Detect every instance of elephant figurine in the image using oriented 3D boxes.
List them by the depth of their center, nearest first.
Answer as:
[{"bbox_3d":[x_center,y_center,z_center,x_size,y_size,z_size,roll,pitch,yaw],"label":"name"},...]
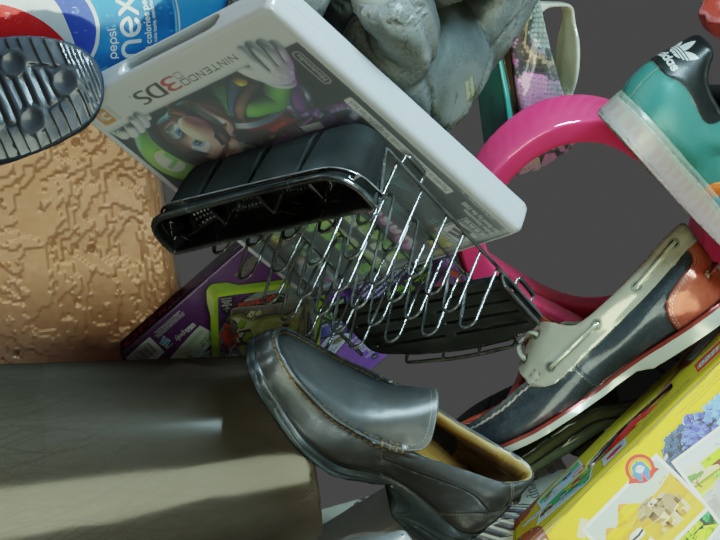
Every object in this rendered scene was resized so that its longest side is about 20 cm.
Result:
[{"bbox_3d":[-0.008,-0.175,1.057,0.156,0.199,0.141,-55,151,-3],"label":"elephant figurine"}]

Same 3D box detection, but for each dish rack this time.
[{"bbox_3d":[0.000,0.000,1.056,0.152,0.055,0.200,-10,138,41],"label":"dish rack"}]

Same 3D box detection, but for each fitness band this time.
[{"bbox_3d":[0.141,-0.028,1.158,0.199,0.038,0.144,27,111,-37],"label":"fitness band"}]

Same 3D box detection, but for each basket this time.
[{"bbox_3d":[-0.129,0.122,1.133,0.198,0.136,0.182,-11,114,-7],"label":"basket"}]

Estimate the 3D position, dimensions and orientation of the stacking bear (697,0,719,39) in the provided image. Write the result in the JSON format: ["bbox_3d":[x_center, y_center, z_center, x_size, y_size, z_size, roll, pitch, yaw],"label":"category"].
[{"bbox_3d":[0.295,-0.080,1.157,0.113,0.121,0.201,-26,122,-11],"label":"stacking bear"}]

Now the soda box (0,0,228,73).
[{"bbox_3d":[-0.178,-0.158,1.074,0.198,0.068,0.065,11,110,-12],"label":"soda box"}]

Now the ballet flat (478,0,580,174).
[{"bbox_3d":[0.093,-0.155,1.124,0.071,0.069,0.202,-24,118,-18],"label":"ballet flat"}]

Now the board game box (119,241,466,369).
[{"bbox_3d":[-0.040,0.026,1.188,0.200,0.032,0.120,-40,107,8],"label":"board game box"}]

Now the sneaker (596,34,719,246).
[{"bbox_3d":[0.224,-0.058,1.104,0.080,0.072,0.200,-44,128,9],"label":"sneaker"}]

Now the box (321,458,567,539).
[{"bbox_3d":[0.048,0.183,1.233,0.198,0.082,0.069,-16,112,-3],"label":"box"}]

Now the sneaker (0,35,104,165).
[{"bbox_3d":[-0.228,-0.086,1.072,0.198,0.082,0.071,-13,91,14],"label":"sneaker"}]

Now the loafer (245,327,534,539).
[{"bbox_3d":[0.017,0.086,1.091,0.072,0.073,0.199,-35,127,26],"label":"loafer"}]

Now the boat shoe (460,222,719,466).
[{"bbox_3d":[0.133,0.049,1.150,0.199,0.071,0.063,-35,91,14],"label":"boat shoe"}]

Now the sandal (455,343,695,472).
[{"bbox_3d":[0.146,0.092,1.223,0.199,0.080,0.058,-26,130,9],"label":"sandal"}]

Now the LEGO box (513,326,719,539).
[{"bbox_3d":[0.213,0.145,1.139,0.149,0.077,0.200,44,99,-3],"label":"LEGO box"}]

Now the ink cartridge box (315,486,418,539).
[{"bbox_3d":[0.022,0.251,1.175,0.114,0.068,0.201,-30,111,3],"label":"ink cartridge box"}]

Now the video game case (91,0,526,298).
[{"bbox_3d":[-0.036,-0.063,1.052,0.200,0.024,0.181,39,144,-28],"label":"video game case"}]
